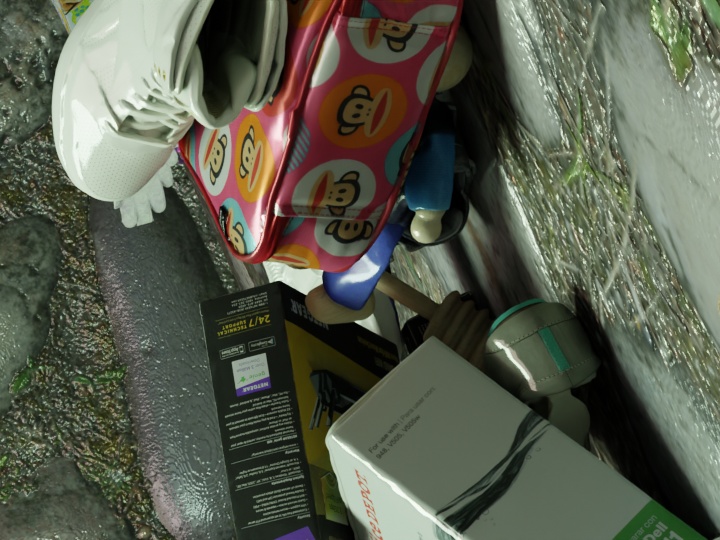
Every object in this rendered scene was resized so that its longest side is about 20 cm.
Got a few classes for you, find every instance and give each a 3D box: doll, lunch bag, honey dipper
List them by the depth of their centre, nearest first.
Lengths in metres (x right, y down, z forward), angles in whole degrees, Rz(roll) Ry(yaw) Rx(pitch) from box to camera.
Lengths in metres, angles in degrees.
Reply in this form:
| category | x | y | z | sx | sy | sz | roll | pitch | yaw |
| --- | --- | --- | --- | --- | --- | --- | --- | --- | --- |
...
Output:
| category | x | y | z | sx | sy | sz | roll | pitch | yaw |
| --- | --- | --- | --- | --- | --- | --- | --- | --- | --- |
| lunch bag | -0.027 | -0.118 | 1.212 | 0.176 | 0.082 | 0.200 | -118 | 41 | -50 |
| doll | 0.007 | -0.062 | 1.271 | 0.137 | 0.048 | 0.200 | 60 | 145 | 26 |
| honey dipper | 0.000 | 0.000 | 1.437 | 0.200 | 0.038 | 0.038 | 30 | 167 | 7 |

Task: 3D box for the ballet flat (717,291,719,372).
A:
| category | x | y | z | sx | sy | sz | roll | pitch | yaw |
| --- | --- | --- | --- | --- | --- | --- | --- | --- | --- |
| ballet flat | 0.157 | 0.045 | 0.734 | 0.200 | 0.068 | 0.067 | -131 | 26 | -63 |

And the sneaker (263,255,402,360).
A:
| category | x | y | z | sx | sy | sz | roll | pitch | yaw |
| --- | --- | --- | --- | --- | --- | --- | --- | --- | --- |
| sneaker | -0.005 | -0.043 | 1.534 | 0.081 | 0.146 | 0.200 | -12 | 117 | 40 |

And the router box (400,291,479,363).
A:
| category | x | y | z | sx | sy | sz | roll | pitch | yaw |
| --- | --- | --- | --- | --- | --- | --- | --- | --- | --- |
| router box | 0.086 | 0.120 | 1.555 | 0.149 | 0.051 | 0.200 | 112 | 134 | -83 |

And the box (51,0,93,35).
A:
| category | x | y | z | sx | sy | sz | roll | pitch | yaw |
| --- | --- | --- | --- | --- | --- | --- | --- | --- | --- |
| box | -0.295 | -0.366 | 2.523 | 0.193 | 0.122 | 0.200 | 76 | 168 | -53 |

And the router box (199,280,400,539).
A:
| category | x | y | z | sx | sy | sz | roll | pitch | yaw |
| --- | --- | --- | --- | --- | --- | --- | --- | --- | --- |
| router box | -0.020 | 0.105 | 1.385 | 0.200 | 0.052 | 0.157 | 30 | -133 | -66 |

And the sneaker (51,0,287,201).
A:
| category | x | y | z | sx | sy | sz | roll | pitch | yaw |
| --- | --- | --- | --- | --- | --- | --- | --- | --- | --- |
| sneaker | -0.096 | -0.092 | 1.170 | 0.116 | 0.074 | 0.200 | -109 | 36 | -48 |

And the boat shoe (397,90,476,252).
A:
| category | x | y | z | sx | sy | sz | roll | pitch | yaw |
| --- | --- | --- | --- | --- | --- | --- | --- | --- | --- |
| boat shoe | 0.032 | -0.043 | 1.383 | 0.200 | 0.072 | 0.068 | 110 | 138 | -70 |

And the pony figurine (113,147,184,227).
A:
| category | x | y | z | sx | sy | sz | roll | pitch | yaw |
| --- | --- | --- | --- | --- | --- | --- | --- | --- | --- |
| pony figurine | -0.154 | -0.146 | 2.192 | 0.200 | 0.166 | 0.193 | -98 | 1 | -49 |

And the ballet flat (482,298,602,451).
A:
| category | x | y | z | sx | sy | sz | roll | pitch | yaw |
| --- | --- | --- | --- | --- | --- | --- | --- | --- | --- |
| ballet flat | 0.097 | 0.082 | 1.295 | 0.064 | 0.067 | 0.200 | 57 | 170 | 23 |

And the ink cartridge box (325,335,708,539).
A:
| category | x | y | z | sx | sy | sz | roll | pitch | yaw |
| --- | --- | --- | --- | --- | --- | --- | --- | --- | --- |
| ink cartridge box | 0.087 | 0.145 | 1.234 | 0.200 | 0.083 | 0.147 | 37 | 159 | 26 |

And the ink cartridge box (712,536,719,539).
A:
| category | x | y | z | sx | sy | sz | roll | pitch | yaw |
| --- | --- | --- | --- | --- | --- | --- | --- | --- | --- |
| ink cartridge box | 0.165 | 0.226 | 1.049 | 0.067 | 0.116 | 0.200 | 121 | 126 | -81 |
